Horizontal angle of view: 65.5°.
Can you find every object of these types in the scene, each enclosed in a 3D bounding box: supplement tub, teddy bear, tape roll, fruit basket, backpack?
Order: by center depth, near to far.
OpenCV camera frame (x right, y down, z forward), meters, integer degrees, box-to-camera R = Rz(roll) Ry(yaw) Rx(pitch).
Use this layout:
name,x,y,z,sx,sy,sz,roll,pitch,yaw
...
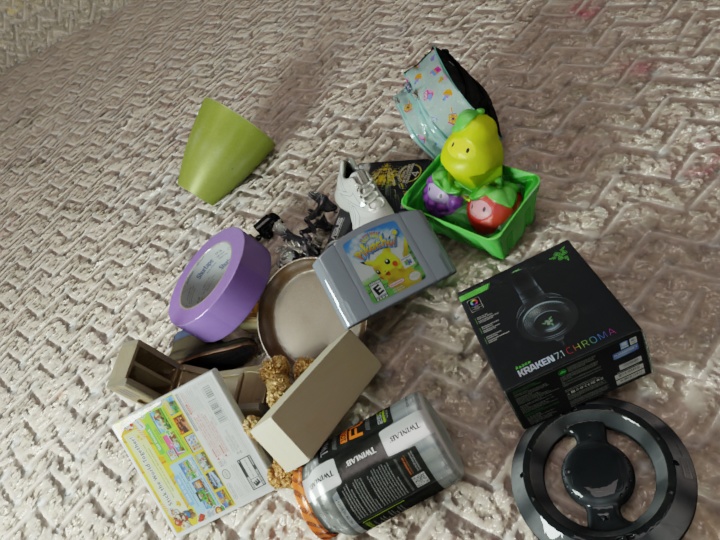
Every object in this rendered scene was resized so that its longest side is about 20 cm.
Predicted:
name,x,y,z,sx,sy,sz,roll,pitch,yaw
supplement tub,0.021,0.255,0.720,0.200,0.123,0.123,-31,47,4
teddy bear,-0.096,0.214,0.826,0.067,0.145,0.201,-50,22,48
fruit basket,0.172,-0.140,0.886,0.215,0.216,0.156,28,72,40
tape roll,-0.249,0.023,0.988,0.200,0.066,0.201,-30,39,28
backpack,0.163,-0.285,1.022,0.153,0.176,0.200,-41,43,18

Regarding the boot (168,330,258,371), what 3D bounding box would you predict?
name,x,y,z,sx,sy,sz,roll,pitch,yaw
boot,-0.273,0.133,1.011,0.199,0.075,0.097,-20,51,17

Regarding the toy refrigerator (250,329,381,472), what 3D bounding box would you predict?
name,x,y,z,sx,sy,sz,roll,pitch,yaw
toy refrigerator,-0.058,0.178,0.787,0.070,0.076,0.200,-40,3,42

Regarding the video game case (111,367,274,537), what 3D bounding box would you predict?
name,x,y,z,sx,sy,sz,roll,pitch,yaw
video game case,-0.244,0.272,0.831,0.182,0.201,0.023,-28,4,7

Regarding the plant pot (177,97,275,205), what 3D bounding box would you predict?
name,x,y,z,sx,sy,sz,roll,pitch,yaw
plant pot,-0.327,-0.258,1.290,0.187,0.187,0.200,30,89,41

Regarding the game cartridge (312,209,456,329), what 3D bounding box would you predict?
name,x,y,z,sx,sy,sz,roll,pitch,yaw
game cartridge,0.034,-0.011,0.868,0.199,0.040,0.134,-27,76,-13

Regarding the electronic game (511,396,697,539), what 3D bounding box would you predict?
name,x,y,z,sx,sy,sz,roll,pitch,yaw
electronic game,0.274,0.237,0.646,0.199,0.042,0.200,-20,41,18

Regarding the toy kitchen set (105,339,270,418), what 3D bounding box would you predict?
name,x,y,z,sx,sy,sz,roll,pitch,yaw
toy kitchen set,-0.262,0.212,0.870,0.199,0.180,0.164,-12,52,27

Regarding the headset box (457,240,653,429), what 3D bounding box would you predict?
name,x,y,z,sx,sy,sz,roll,pitch,yaw
headset box,0.244,0.074,0.738,0.174,0.093,0.200,-27,37,9

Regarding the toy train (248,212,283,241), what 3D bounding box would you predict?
name,x,y,z,sx,sy,sz,roll,pitch,yaw
toy train,-0.243,-0.047,1.151,0.200,0.046,0.034,-43,47,-6

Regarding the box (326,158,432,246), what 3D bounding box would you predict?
name,x,y,z,sx,sy,sz,roll,pitch,yaw
box,0.042,-0.116,1.043,0.161,0.049,0.201,2,59,33

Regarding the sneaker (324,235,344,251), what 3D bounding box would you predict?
name,x,y,z,sx,sy,sz,roll,pitch,yaw
sneaker,0.000,0.000,0.944,0.077,0.079,0.200,-30,40,-32

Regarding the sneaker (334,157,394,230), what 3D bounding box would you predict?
name,x,y,z,sx,sy,sz,roll,pitch,yaw
sneaker,0.006,-0.121,0.967,0.074,0.087,0.200,-23,47,-19

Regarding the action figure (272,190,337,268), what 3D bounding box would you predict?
name,x,y,z,sx,sy,sz,roll,pitch,yaw
action figure,-0.113,-0.046,1.034,0.102,0.119,0.200,20,55,1

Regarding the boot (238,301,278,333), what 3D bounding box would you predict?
name,x,y,z,sx,sy,sz,roll,pitch,yaw
boot,-0.213,0.039,1.047,0.201,0.071,0.145,-2,62,36

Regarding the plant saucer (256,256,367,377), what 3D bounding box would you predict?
name,x,y,z,sx,sy,sz,roll,pitch,yaw
plant saucer,-0.078,0.079,0.922,0.199,0.032,0.201,-1,86,20
